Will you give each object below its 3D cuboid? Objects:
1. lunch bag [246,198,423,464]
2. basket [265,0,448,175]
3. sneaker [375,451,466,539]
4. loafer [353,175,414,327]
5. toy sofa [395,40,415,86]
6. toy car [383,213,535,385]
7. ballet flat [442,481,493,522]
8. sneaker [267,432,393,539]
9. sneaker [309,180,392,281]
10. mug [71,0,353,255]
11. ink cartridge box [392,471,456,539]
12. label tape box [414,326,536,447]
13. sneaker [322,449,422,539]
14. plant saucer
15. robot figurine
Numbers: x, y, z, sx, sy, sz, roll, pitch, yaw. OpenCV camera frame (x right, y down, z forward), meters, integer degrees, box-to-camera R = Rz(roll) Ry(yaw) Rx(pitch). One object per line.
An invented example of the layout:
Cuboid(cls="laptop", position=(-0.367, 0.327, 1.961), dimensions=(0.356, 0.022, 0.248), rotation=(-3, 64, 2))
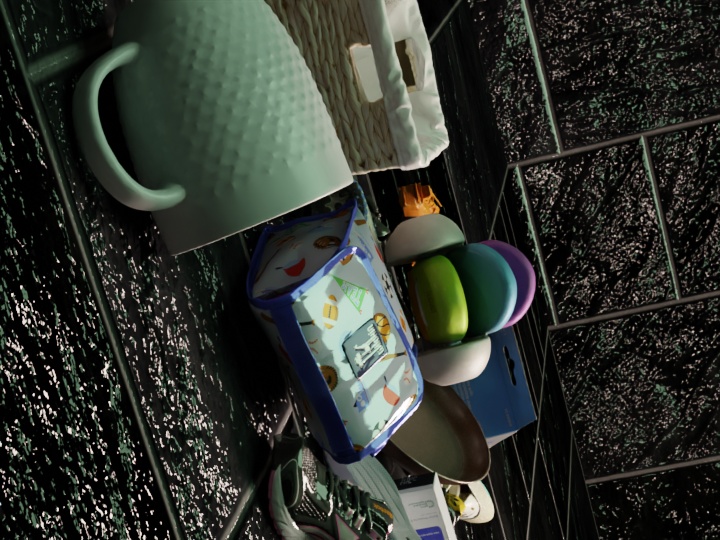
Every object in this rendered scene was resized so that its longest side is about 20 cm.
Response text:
Cuboid(cls="lunch bag", position=(-0.023, 0.054, 1.256), dimensions=(0.200, 0.123, 0.171), rotation=(-73, 142, -67))
Cuboid(cls="basket", position=(-0.016, -0.193, 1.445), dimensions=(0.200, 0.159, 0.200), rotation=(-45, 122, -75))
Cuboid(cls="sneaker", position=(0.065, 0.243, 1.539), dimensions=(0.070, 0.089, 0.201), rotation=(-79, 153, -60))
Cuboid(cls="loafer", position=(0.015, -0.023, 1.631), dimensions=(0.072, 0.062, 0.202), rotation=(-7, 85, -77))
Cuboid(cls="toy sofa", position=(0.053, -0.322, 2.024), dimensions=(0.098, 0.082, 0.202), rotation=(9, 70, -75))
Cuboid(cls="toy car", position=(0.112, 0.024, 1.525), dimensions=(0.200, 0.149, 0.177), rotation=(116, -40, -87))
Cuboid(cls="ballet flat", position=(0.110, 0.269, 1.797), dimensions=(0.201, 0.067, 0.063), rotation=(59, 37, -34))
Cuboid(cls="sneaker", position=(-0.017, 0.208, 1.233), dimensions=(0.201, 0.086, 0.081), rotation=(65, 17, -44))
Cuboid(cls="sneaker", position=(0.000, 0.000, 1.530), dimensions=(0.085, 0.076, 0.202), rotation=(48, 32, -72))
Cuboid(cls="mug", position=(-0.119, -0.111, 1.021), dimensions=(0.199, 0.147, 0.177), rotation=(-27, 97, -46))
Cuboid(cls="ink cartridge box", position=(0.054, 0.303, 1.423), dimensions=(0.039, 0.099, 0.202), rotation=(-69, 145, -69))
Cuboid(cls="label tape box", position=(0.115, 0.137, 1.655), dimensions=(0.200, 0.063, 0.145), rotation=(134, -53, -59))
Cuboid(cls="sneaker", position=(0.007, 0.245, 1.337), dimensions=(0.073, 0.071, 0.201), rotation=(19, 34, -51))
Cuboid(cls="plant saucer", position=(0.054, 0.155, 1.523), dimensions=(0.200, 0.032, 0.201), rotation=(35, 24, -18))
Cuboid(cls="robot figurine", position=(0.102, -0.043, 2.024), dimensions=(0.200, 0.058, 0.146), rotation=(44, 37, -66))
